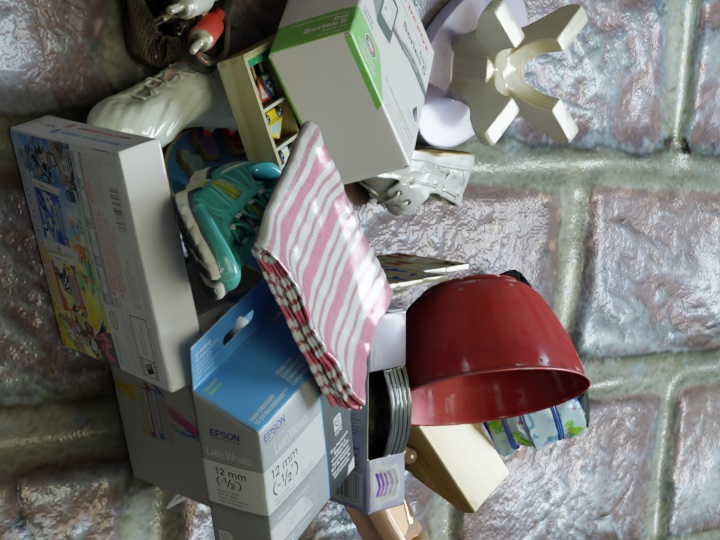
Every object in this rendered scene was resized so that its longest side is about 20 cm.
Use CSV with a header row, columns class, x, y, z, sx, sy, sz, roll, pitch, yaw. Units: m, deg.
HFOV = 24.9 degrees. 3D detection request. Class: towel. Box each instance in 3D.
class,x,y,z,sx,sy,sz,roll,pitch,yaw
towel,-0.024,-0.002,1.313,0.147,0.030,0.201,-73,149,-41

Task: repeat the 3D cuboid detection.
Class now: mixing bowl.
class,x,y,z,sx,sy,sz,roll,pitch,yaw
mixing bowl,0.109,0.070,1.529,0.199,0.199,0.109,10,64,-44

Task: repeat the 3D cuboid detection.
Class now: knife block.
class,x,y,z,sx,sy,sz,roll,pitch,yaw
knife block,0.058,0.128,1.617,0.064,0.199,0.176,-43,154,-29

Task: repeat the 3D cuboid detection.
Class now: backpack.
class,x,y,z,sx,sy,sz,roll,pitch,yaw
backpack,0.171,0.110,1.702,0.153,0.200,0.164,-21,113,-16

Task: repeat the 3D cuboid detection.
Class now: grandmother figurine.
class,x,y,z,sx,sy,sz,roll,pitch,yaw
grandmother figurine,-0.001,0.202,1.623,0.121,0.061,0.201,-31,107,4

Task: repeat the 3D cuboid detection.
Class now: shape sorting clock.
class,x,y,z,sx,sy,sz,roll,pitch,yaw
shape sorting clock,-0.084,-0.060,1.443,0.199,0.201,0.039,-3,143,-44

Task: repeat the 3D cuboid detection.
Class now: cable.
class,x,y,z,sx,sy,sz,roll,pitch,yaw
cable,-0.116,-0.241,1.408,0.098,0.050,0.200,59,40,-14

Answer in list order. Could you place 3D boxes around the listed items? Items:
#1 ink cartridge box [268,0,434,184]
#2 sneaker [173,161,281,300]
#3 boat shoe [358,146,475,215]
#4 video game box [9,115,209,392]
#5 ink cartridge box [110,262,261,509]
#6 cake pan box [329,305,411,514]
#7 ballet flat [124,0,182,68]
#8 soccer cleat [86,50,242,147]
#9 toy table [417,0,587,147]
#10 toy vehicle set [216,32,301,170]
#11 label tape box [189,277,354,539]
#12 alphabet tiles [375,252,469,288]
class,x,y,z,sx,sy,sz,roll,pitch,yaw
ink cartridge box,-0.004,-0.197,1.483,0.201,0.083,0.146,-77,148,-51
sneaker,-0.099,-0.043,1.276,0.200,0.079,0.078,-88,162,-66
boat shoe,0.041,-0.089,1.622,0.199,0.070,0.070,0,98,-45
video game box,-0.205,-0.017,1.321,0.047,0.182,0.202,-25,115,-35
ink cartridge box,-0.133,0.108,1.456,0.128,0.125,0.202,-26,115,-37
cake pan box,-0.035,0.112,1.501,0.052,0.199,0.186,-10,103,-39
ballet flat,-0.185,-0.270,1.384,0.067,0.046,0.202,-23,114,-37
soccer cleat,-0.160,-0.150,1.398,0.200,0.069,0.078,-21,138,-55
toy table,0.141,-0.208,1.665,0.184,0.117,0.201,40,72,-41
toy vehicle set,-0.063,-0.148,1.458,0.200,0.026,0.125,-48,121,-66
label tape box,-0.069,0.117,1.342,0.143,0.066,0.201,-46,141,-48
alphabet tiles,0.000,0.000,1.533,0.199,0.166,0.008,-8,102,-43
